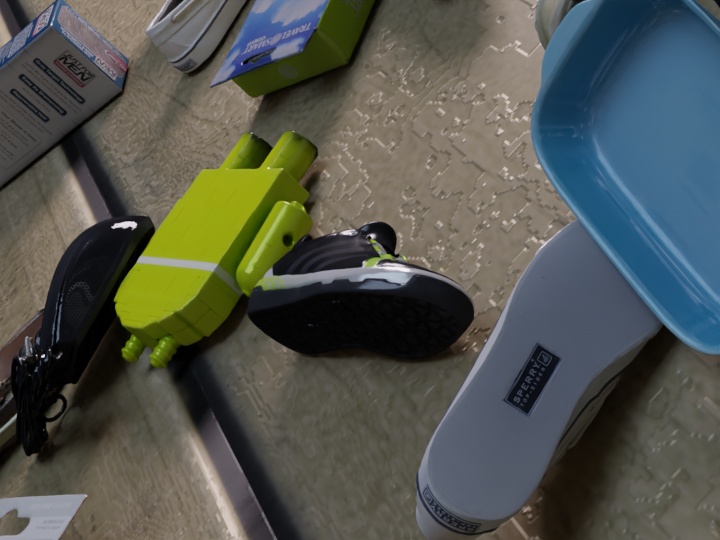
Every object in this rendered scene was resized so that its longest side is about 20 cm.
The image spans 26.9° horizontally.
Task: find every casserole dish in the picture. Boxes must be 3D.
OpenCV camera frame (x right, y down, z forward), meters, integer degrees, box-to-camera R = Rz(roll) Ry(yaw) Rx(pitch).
[{"bbox_3d":[0.158,-0.052,0.711,0.200,0.039,0.121,56,130,32],"label":"casserole dish"}]

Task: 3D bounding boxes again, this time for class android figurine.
[{"bbox_3d":[-0.109,-0.015,1.105,0.182,0.041,0.200,3,57,54],"label":"android figurine"}]

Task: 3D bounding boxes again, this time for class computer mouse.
[{"bbox_3d":[-0.221,0.030,1.144,0.139,0.053,0.200,110,-175,-55],"label":"computer mouse"}]

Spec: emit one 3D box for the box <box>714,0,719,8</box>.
[{"bbox_3d":[0.215,-0.182,0.703,0.107,0.200,0.149,-28,35,32],"label":"box"}]

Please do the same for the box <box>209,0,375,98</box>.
[{"bbox_3d":[-0.038,-0.226,1.246,0.122,0.048,0.200,-14,44,45],"label":"box"}]

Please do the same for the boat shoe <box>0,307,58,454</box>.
[{"bbox_3d":[-0.303,0.105,1.189,0.075,0.075,0.203,7,61,56],"label":"boat shoe"}]

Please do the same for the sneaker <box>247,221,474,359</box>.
[{"bbox_3d":[0.000,0.000,0.910,0.200,0.072,0.083,-1,53,53],"label":"sneaker"}]

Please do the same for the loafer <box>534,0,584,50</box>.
[{"bbox_3d":[0.157,-0.192,0.928,0.068,0.076,0.200,-10,38,50],"label":"loafer"}]

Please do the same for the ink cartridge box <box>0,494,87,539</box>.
[{"bbox_3d":[-0.247,0.240,0.950,0.160,0.047,0.200,-12,43,46],"label":"ink cartridge box"}]

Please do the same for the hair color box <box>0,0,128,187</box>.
[{"bbox_3d":[-0.344,-0.179,1.551,0.200,0.100,0.061,-33,32,26],"label":"hair color box"}]

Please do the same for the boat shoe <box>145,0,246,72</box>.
[{"bbox_3d":[-0.139,-0.283,1.431,0.073,0.065,0.200,-14,44,46],"label":"boat shoe"}]

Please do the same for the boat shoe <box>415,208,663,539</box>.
[{"bbox_3d":[0.090,0.053,0.737,0.200,0.072,0.066,-56,-5,-29],"label":"boat shoe"}]
